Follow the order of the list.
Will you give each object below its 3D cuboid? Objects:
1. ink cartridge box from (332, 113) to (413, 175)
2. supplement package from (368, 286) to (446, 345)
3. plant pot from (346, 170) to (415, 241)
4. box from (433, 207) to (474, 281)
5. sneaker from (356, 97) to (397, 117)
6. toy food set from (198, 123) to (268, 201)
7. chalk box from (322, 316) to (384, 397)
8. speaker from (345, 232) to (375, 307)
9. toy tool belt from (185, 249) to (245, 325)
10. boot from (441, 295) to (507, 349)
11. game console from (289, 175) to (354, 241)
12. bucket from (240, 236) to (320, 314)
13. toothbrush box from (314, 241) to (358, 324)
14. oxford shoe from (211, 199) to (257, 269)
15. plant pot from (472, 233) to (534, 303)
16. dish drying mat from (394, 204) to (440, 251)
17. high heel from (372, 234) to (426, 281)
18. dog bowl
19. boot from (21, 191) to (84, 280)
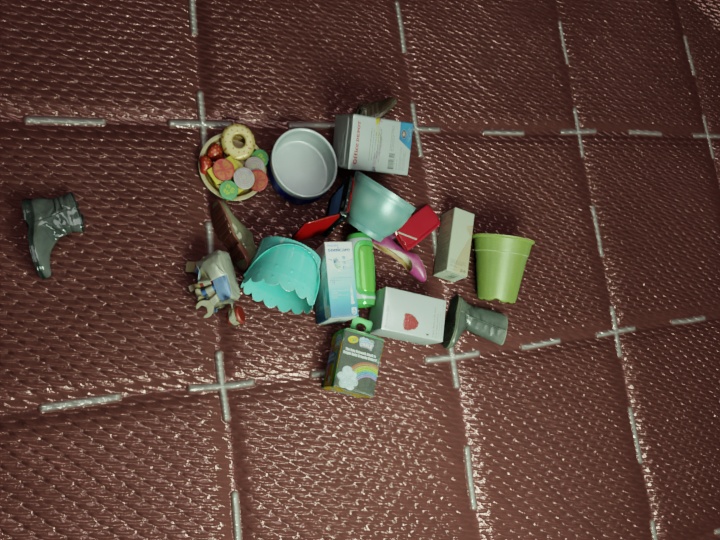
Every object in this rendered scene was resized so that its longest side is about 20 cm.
[{"bbox_3d":[0.031,-0.368,1.652,0.194,0.145,0.152,2,103,-25],"label":"ink cartridge box"},{"bbox_3d":[0.133,0.135,1.630,0.193,0.119,0.126,12,75,-18],"label":"supplement package"},{"bbox_3d":[0.040,-0.167,1.572,0.196,0.201,0.137,29,98,-13],"label":"plant pot"},{"bbox_3d":[0.290,-0.080,1.752,0.075,0.095,0.207,15,75,-18],"label":"box"},{"bbox_3d":[0.032,-0.495,1.747,0.199,0.070,0.076,-43,102,-22],"label":"sneaker"},{"bbox_3d":[-0.350,-0.292,1.572,0.198,0.048,0.200,-38,94,-24],"label":"toy food set"},{"bbox_3d":[-0.017,0.234,1.552,0.121,0.124,0.207,18,72,-15],"label":"chalk box"},{"bbox_3d":[0.000,0.000,1.627,0.085,0.088,0.208,1,78,-20],"label":"speaker"},{"bbox_3d":[-0.380,0.057,1.465,0.119,0.125,0.207,-19,82,8],"label":"toy tool belt"},{"bbox_3d":[0.355,0.187,1.742,0.196,0.072,0.187,28,72,-21],"label":"boot"},{"bbox_3d":[-0.110,-0.165,1.555,0.115,0.199,0.179,15,74,-17],"label":"game console"},{"bbox_3d":[-0.201,0.013,1.489,0.201,0.207,0.139,21,68,-15],"label":"bucket"},{"bbox_3d":[-0.074,0.037,1.557,0.082,0.146,0.208,-1,80,-21],"label":"toothbrush box"},{"bbox_3d":[-0.339,-0.102,1.538,0.074,0.070,0.205,-24,88,-48],"label":"oxford shoe"},{"bbox_3d":[0.431,-0.003,1.754,0.193,0.199,0.197,9,88,-18],"label":"plant pot"},{"bbox_3d":[0.176,-0.133,1.725,0.078,0.018,0.199,53,49,0],"label":"dish drying mat"},{"bbox_3d":[0.113,-0.035,1.682,0.095,0.067,0.203,-33,87,-33],"label":"high heel"},{"bbox_3d":[-0.168,-0.298,1.627,0.193,0.079,0.208,4,78,-20],"label":"dog bowl"},{"bbox_3d":[-0.736,-0.089,1.372,0.128,0.069,0.207,-11,87,-28],"label":"boot"}]
